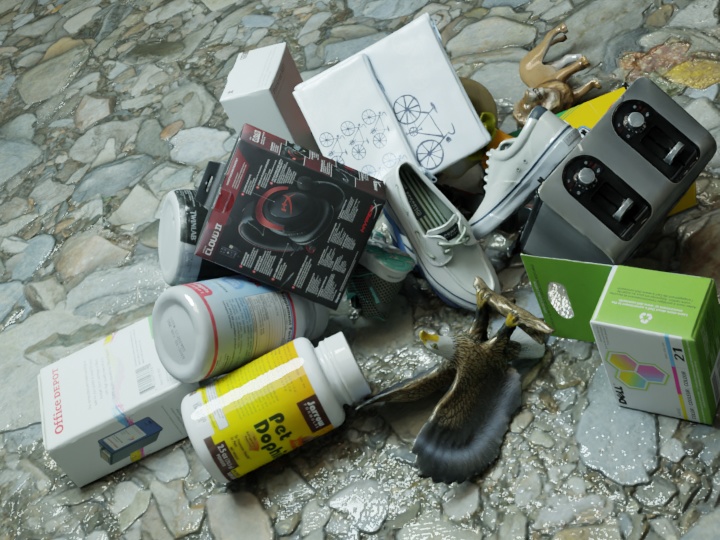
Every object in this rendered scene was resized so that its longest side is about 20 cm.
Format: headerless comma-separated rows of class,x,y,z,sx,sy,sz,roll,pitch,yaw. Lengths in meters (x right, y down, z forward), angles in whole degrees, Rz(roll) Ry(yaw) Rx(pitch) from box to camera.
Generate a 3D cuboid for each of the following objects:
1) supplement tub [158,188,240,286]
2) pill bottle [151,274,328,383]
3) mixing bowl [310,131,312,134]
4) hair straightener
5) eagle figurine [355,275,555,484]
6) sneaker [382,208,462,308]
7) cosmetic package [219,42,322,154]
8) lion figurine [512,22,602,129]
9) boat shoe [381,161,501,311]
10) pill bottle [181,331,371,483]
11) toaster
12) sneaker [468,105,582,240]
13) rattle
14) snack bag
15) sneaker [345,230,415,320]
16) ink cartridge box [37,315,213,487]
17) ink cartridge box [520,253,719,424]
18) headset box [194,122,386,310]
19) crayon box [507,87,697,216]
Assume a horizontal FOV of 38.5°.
supplement tub,-0.148,-0.037,1.306,0.198,0.123,0.123,3,36,-24
pill bottle,-0.136,0.059,1.210,0.108,0.110,0.199,23,24,40
mixing bowl,0.042,-0.202,1.412,0.199,0.109,0.200,-35,5,3
hair straightener,0.130,-0.093,1.316,0.076,0.041,0.199,-2,25,-41
eagle figurine,0.105,0.112,1.110,0.201,0.150,0.152,-59,0,6
sneaker,0.088,-0.029,1.282,0.073,0.083,0.201,-17,59,-18
cosmetic package,-0.112,-0.201,1.446,0.080,0.201,0.114,-7,45,19
lion figurine,0.259,-0.266,1.442,0.122,0.073,0.201,-29,26,15
boat shoe,0.092,-0.038,1.194,0.073,0.067,0.200,-41,85,-19
pill bottle,-0.092,0.148,1.155,0.199,0.110,0.110,-27,42,-1
toaster,0.266,-0.077,1.109,0.118,0.200,0.181,41,77,13
sneaker,0.174,-0.112,1.186,0.071,0.200,0.073,48,44,8
rattle,0.108,-0.192,1.278,0.129,0.200,0.143,-31,33,13
snack bag,0.040,-0.188,1.261,0.199,0.021,0.190,-27,82,9
sneaker,0.000,0.000,1.287,0.077,0.092,0.200,11,14,-19
ink cartridge box,-0.284,0.150,1.263,0.198,0.088,0.146,-25,42,-2
ink cartridge box,0.257,0.067,1.039,0.198,0.148,0.076,9,55,33
headset box,-0.089,-0.065,1.178,0.198,0.150,0.075,21,20,-10
crayon box,0.294,-0.128,1.282,0.171,0.059,0.201,-23,43,3
